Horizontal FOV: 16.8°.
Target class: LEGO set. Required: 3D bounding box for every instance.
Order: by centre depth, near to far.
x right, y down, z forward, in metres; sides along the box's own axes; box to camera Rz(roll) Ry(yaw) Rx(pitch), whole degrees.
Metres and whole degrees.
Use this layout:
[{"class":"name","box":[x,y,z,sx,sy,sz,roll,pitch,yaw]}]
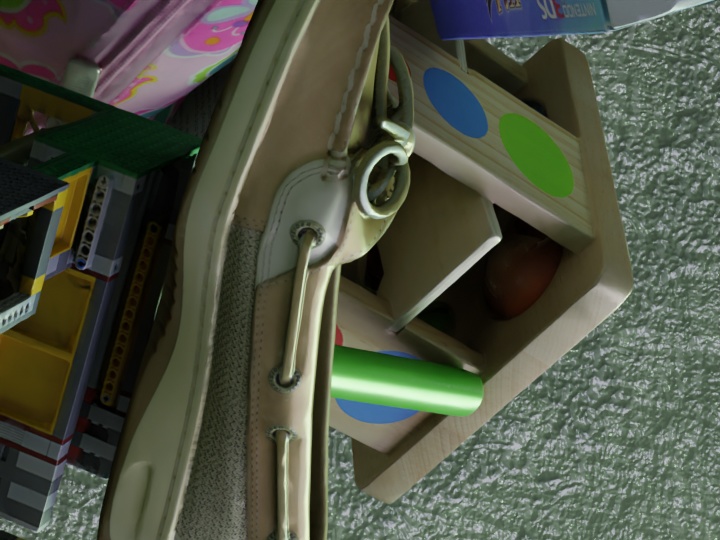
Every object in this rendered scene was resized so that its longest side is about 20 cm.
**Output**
[{"class":"LEGO set","box":[-0.128,0.013,0.603,0.200,0.153,0.117,-62,170,-75]}]

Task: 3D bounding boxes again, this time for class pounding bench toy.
[{"class":"pounding bench toy","box":[0.000,0.000,0.773,0.124,0.155,0.201,-42,-148,29]}]

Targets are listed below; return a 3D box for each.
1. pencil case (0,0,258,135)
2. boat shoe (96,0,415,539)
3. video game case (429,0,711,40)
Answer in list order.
[{"class":"pencil case","box":[-0.041,-0.098,0.660,0.087,0.088,0.200,-35,-179,-42]},{"class":"boat shoe","box":[-0.015,-0.001,0.606,0.073,0.063,0.202,-74,-178,-63]},{"class":"video game case","box":[0.120,-0.110,0.680,0.180,0.046,0.200,-18,-172,-8]}]
